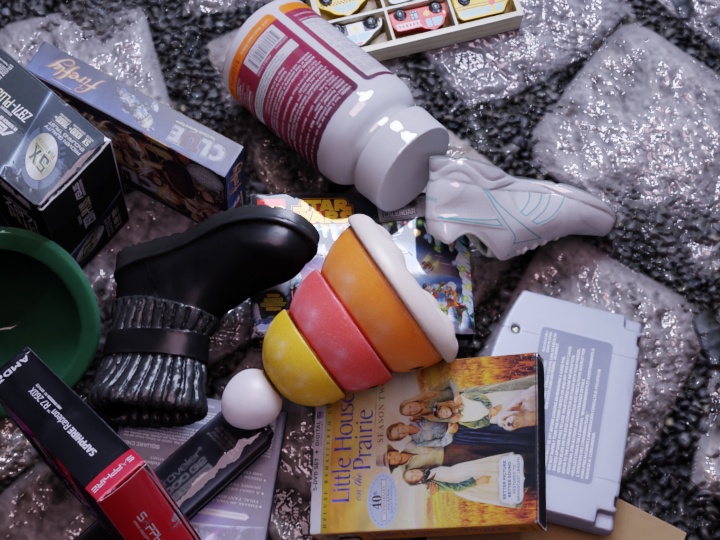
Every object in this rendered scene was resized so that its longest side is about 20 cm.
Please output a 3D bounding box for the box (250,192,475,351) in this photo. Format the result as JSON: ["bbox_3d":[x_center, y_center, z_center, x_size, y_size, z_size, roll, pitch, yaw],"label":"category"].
[{"bbox_3d":[0.000,0.000,1.340,0.198,0.040,0.138,-1,68,-4],"label":"box"}]

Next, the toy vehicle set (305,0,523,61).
[{"bbox_3d":[0.046,-0.273,1.455,0.198,0.027,0.125,-15,70,-9],"label":"toy vehicle set"}]

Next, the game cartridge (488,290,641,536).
[{"bbox_3d":[0.166,0.119,1.294,0.132,0.042,0.202,12,61,5],"label":"game cartridge"}]

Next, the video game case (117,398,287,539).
[{"bbox_3d":[-0.146,0.205,1.265,0.141,0.019,0.202,9,70,0],"label":"video game case"}]

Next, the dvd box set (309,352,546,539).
[{"bbox_3d":[0.056,0.148,1.251,0.198,0.029,0.148,-6,66,20],"label":"dvd box set"}]

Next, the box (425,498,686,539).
[{"bbox_3d":[0.155,0.248,1.261,0.199,0.021,0.164,26,67,8],"label":"box"}]

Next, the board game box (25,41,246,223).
[{"bbox_3d":[-0.194,-0.112,1.322,0.199,0.136,0.035,28,70,8],"label":"board game box"}]

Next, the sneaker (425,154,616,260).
[{"bbox_3d":[0.139,-0.047,1.337,0.198,0.070,0.081,11,90,-27],"label":"sneaker"}]

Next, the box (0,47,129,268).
[{"bbox_3d":[-0.306,-0.108,1.299,0.200,0.164,0.086,40,71,11],"label":"box"}]

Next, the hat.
[{"bbox_3d":[-0.329,0.007,1.327,0.165,0.176,0.201,-30,116,-4],"label":"hat"}]

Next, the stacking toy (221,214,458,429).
[{"bbox_3d":[-0.031,0.063,1.242,0.199,0.146,0.147,-36,74,2],"label":"stacking toy"}]

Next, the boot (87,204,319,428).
[{"bbox_3d":[-0.130,0.044,1.256,0.209,0.079,0.159,-17,51,28],"label":"boot"}]

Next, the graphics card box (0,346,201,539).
[{"bbox_3d":[-0.209,0.154,1.179,0.051,0.126,0.200,-40,44,-15],"label":"graphics card box"}]

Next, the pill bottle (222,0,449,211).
[{"bbox_3d":[-0.022,-0.147,1.342,0.109,0.110,0.200,-41,66,-17],"label":"pill bottle"}]

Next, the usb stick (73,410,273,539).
[{"bbox_3d":[-0.158,0.188,1.245,0.200,0.033,0.055,-41,66,-16],"label":"usb stick"}]
